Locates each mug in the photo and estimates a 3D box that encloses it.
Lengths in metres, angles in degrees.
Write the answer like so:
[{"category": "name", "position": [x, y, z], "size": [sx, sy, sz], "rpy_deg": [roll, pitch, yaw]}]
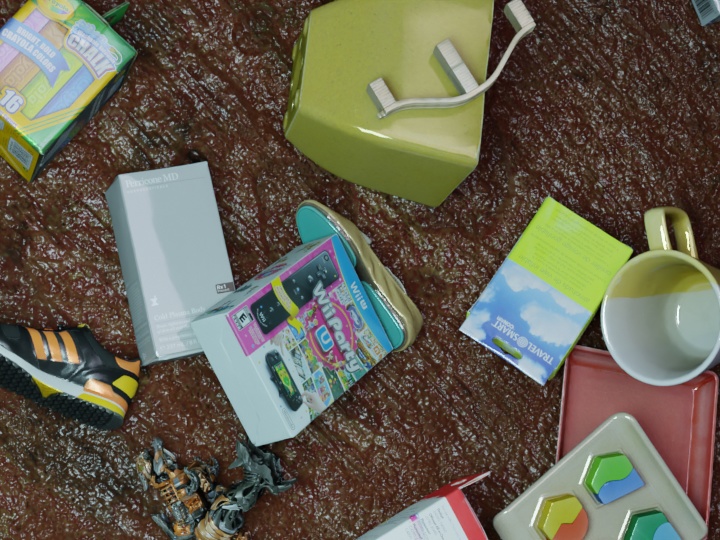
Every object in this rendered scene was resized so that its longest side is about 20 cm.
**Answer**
[{"category": "mug", "position": [0.380, 0.036, 1.820], "size": [0.153, 0.149, 0.188], "rpy_deg": [1, 110, -56]}]

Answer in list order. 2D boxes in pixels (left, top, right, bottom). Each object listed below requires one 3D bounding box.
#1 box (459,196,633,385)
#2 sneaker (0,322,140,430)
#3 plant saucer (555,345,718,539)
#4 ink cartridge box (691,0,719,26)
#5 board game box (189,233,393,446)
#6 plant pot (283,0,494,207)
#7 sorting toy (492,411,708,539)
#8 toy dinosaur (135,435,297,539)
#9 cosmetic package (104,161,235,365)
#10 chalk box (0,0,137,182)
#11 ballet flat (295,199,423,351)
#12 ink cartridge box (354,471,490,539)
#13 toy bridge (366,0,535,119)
[{"category": "box", "position": [0.211, 0.028, 1.823], "size": [0.121, 0.048, 0.201], "rpy_deg": [32, 71, 11]}, {"category": "sneaker", "position": [-0.324, 0.087, 1.660], "size": [0.199, 0.070, 0.091], "rpy_deg": [29, 57, -10]}, {"category": "plant saucer", "position": [0.314, 0.202, 1.843], "size": [0.198, 0.037, 0.202], "rpy_deg": [11, 76, -16]}, {"category": "ink cartridge box", "position": [0.502, -0.393, 2.014], "size": [0.198, 0.050, 0.110], "rpy_deg": [-21, 85, -21]}, {"category": "board game box", "position": [-0.069, 0.070, 1.681], "size": [0.200, 0.064, 0.149], "rpy_deg": [-38, 105, -48]}, {"category": "plant pot", "position": [0.022, -0.199, 1.759], "size": [0.198, 0.194, 0.198], "rpy_deg": [8, 77, -9]}, {"category": "sorting toy", "position": [0.273, 0.288, 1.775], "size": [0.199, 0.036, 0.186], "rpy_deg": [-38, 103, -7]}, {"category": "toy dinosaur", "position": [-0.142, 0.245, 1.678], "size": [0.200, 0.102, 0.136], "rpy_deg": [41, 93, -20]}, {"category": "cosmetic package", "position": [-0.199, -0.007, 1.700], "size": [0.106, 0.090, 0.202], "rpy_deg": [-12, 86, -21]}, {"category": "chalk box", "position": [-0.324, -0.218, 1.685], "size": [0.124, 0.124, 0.200], "rpy_deg": [41, 70, -6]}, {"category": "ballet flat", "position": [0.000, 0.000, 1.783], "size": [0.201, 0.068, 0.063], "rpy_deg": [56, 42, -3]}, {"category": "ink cartridge box", "position": [0.057, 0.294, 1.702], "size": [0.199, 0.116, 0.068], "rpy_deg": [-28, 87, -19]}, {"category": "toy bridge", "position": [0.101, -0.209, 1.664], "size": [0.199, 0.027, 0.068], "rpy_deg": [-32, 84, -12]}]
